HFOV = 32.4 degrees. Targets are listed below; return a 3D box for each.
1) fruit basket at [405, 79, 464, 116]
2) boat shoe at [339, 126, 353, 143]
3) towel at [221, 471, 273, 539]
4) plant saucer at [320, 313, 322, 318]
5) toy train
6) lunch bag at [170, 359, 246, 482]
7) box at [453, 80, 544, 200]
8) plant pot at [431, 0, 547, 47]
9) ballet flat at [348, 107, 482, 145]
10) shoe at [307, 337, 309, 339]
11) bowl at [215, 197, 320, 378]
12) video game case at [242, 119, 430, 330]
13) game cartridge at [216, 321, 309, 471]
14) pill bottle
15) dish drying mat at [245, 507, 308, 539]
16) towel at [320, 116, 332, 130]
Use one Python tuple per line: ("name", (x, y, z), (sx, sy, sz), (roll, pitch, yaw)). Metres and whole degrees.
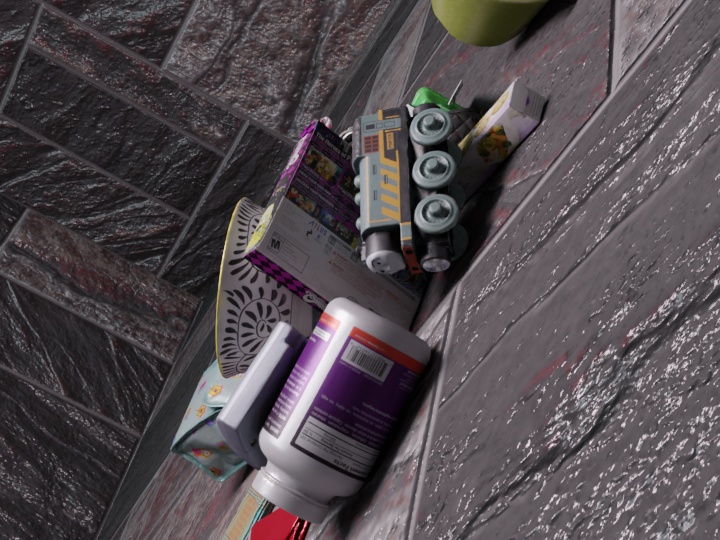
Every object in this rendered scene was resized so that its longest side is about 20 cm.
("fruit basket", (0.076, -0.152, 1.546), (0.186, 0.094, 0.200), (-61, 6, 6))
("boat shoe", (-0.004, -0.148, 1.557), (0.200, 0.072, 0.066), (-48, -32, -53))
("towel", (-0.157, 0.339, 1.568), (0.200, 0.022, 0.147), (-63, 10, -9))
("plant saucer", (0.000, 0.000, 1.430), (0.200, 0.027, 0.201), (5, -90, -71))
("toy train", (0.049, -0.085, 1.289), (0.085, 0.114, 0.201), (62, -157, -59))
("lunch bag", (-0.167, 0.180, 1.781), (0.200, 0.122, 0.171), (-44, 18, 39))
("box", (0.130, -0.128, 1.342), (0.200, 0.039, 0.042), (-48, 19, 53))
("plant pot", (0.163, -0.366, 1.481), (0.184, 0.200, 0.201), (113, -177, -73))
("ballet flat", (0.050, -0.133, 1.413), (0.066, 0.199, 0.057), (46, -150, -62))
("shoe", (-0.088, 0.091, 1.478), (0.072, 0.091, 0.200), (-57, -16, 26))
("bowl", (-0.092, 0.023, 1.360), (0.201, 0.094, 0.201), (5, -90, -85))
("video game case", (-0.010, -0.034, 1.331), (0.036, 0.200, 0.182), (-25, 36, 51))
("game cartridge", (-0.070, 0.145, 1.264), (0.133, 0.041, 0.200), (-54, -31, -9))
("pill bottle", (-0.023, 0.135, 1.183), (0.200, 0.112, 0.112), (-61, 10, -2))
("dish drying mat", (-0.096, 0.295, 1.388), (0.200, 0.018, 0.077), (-46, 17, 57))
("towel", (-0.072, -0.082, 1.587), (0.146, 0.030, 0.200), (104, 179, -56))
